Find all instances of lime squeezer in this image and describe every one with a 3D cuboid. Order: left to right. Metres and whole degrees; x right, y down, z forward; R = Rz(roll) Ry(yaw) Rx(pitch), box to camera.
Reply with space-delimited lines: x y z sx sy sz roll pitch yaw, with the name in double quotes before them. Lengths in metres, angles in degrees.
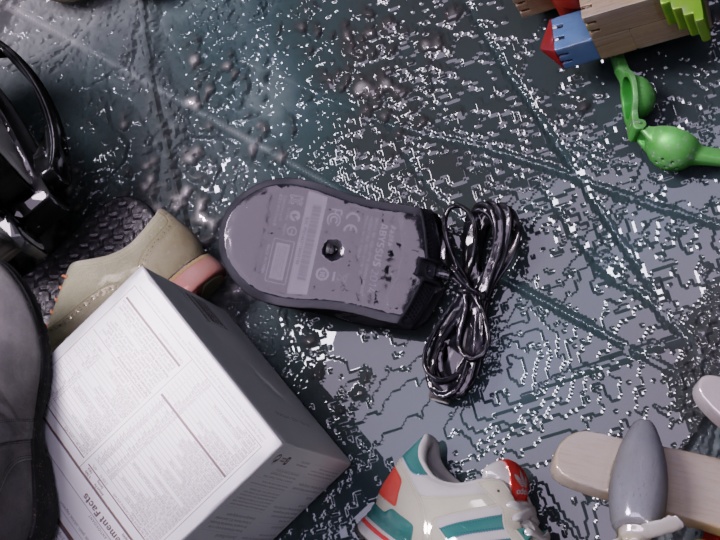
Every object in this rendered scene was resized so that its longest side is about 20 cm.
"lime squeezer" 0.204 -0.112 0.889 0.071 0.038 0.200 -42 71 3

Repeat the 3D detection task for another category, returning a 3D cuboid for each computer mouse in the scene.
"computer mouse" 0.000 0.000 0.916 0.198 0.053 0.140 17 84 6

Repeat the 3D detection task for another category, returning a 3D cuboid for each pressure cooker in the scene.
"pressure cooker" -0.301 -0.070 0.934 0.199 0.179 0.176 -38 114 1

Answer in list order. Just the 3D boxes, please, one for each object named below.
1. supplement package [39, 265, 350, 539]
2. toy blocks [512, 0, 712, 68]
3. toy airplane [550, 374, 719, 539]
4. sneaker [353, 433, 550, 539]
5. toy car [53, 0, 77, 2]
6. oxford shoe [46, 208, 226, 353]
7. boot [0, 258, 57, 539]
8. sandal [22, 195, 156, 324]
"supplement package" -0.141 0.132 0.866 0.200 0.152 0.151 -43 70 3
"toy blocks" 0.152 -0.219 0.894 0.135 0.100 0.202 -13 63 21
"toy airplane" 0.236 0.148 0.770 0.198 0.141 0.201 -27 81 -7
"sneaker" 0.092 0.169 0.829 0.199 0.070 0.094 24 82 34
"toy car" -0.237 -0.299 0.957 0.162 0.200 0.160 9 80 16
"oxford shoe" -0.190 0.038 0.926 0.199 0.071 0.074 -38 82 -15
"boot" -0.233 0.067 0.759 0.069 0.132 0.202 -23 69 12
"sandal" -0.222 0.028 0.974 0.200 0.045 0.075 -41 77 -12
